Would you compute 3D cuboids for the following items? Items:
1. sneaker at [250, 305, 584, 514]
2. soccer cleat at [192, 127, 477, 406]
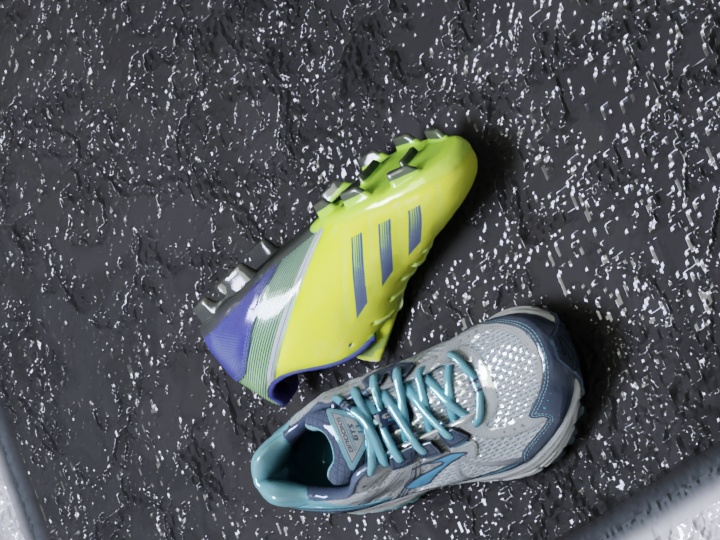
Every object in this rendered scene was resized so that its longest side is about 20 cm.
[{"bbox_3d":[0.025,0.078,1.452,0.200,0.086,0.078,-32,72,43],"label":"sneaker"},{"bbox_3d":[0.000,0.000,1.503,0.084,0.065,0.200,48,128,-6],"label":"soccer cleat"}]
